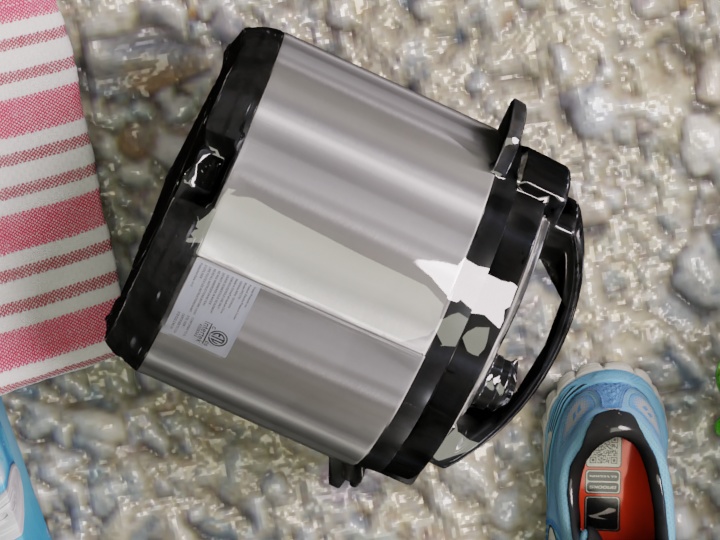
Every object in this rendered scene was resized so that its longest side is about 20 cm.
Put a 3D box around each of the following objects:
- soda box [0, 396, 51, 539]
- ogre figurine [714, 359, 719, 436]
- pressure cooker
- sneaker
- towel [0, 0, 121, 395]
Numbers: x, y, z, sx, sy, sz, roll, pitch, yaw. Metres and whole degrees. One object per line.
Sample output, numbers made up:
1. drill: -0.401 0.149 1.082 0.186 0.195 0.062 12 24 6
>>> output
1. soda box: -0.215 0.059 1.394 0.064 0.068 0.201 -19 98 4
2. ogre figurine: 0.218 0.044 1.356 0.098 0.120 0.201 21 98 -2
3. pressure cooker: -0.001 0.002 1.322 0.199 0.176 0.179 24 70 -5
4. sneaker: 0.118 0.150 1.390 0.078 0.090 0.201 -5 100 2
5. towel: -0.189 -0.038 1.355 0.146 0.030 0.201 -15 97 -39
